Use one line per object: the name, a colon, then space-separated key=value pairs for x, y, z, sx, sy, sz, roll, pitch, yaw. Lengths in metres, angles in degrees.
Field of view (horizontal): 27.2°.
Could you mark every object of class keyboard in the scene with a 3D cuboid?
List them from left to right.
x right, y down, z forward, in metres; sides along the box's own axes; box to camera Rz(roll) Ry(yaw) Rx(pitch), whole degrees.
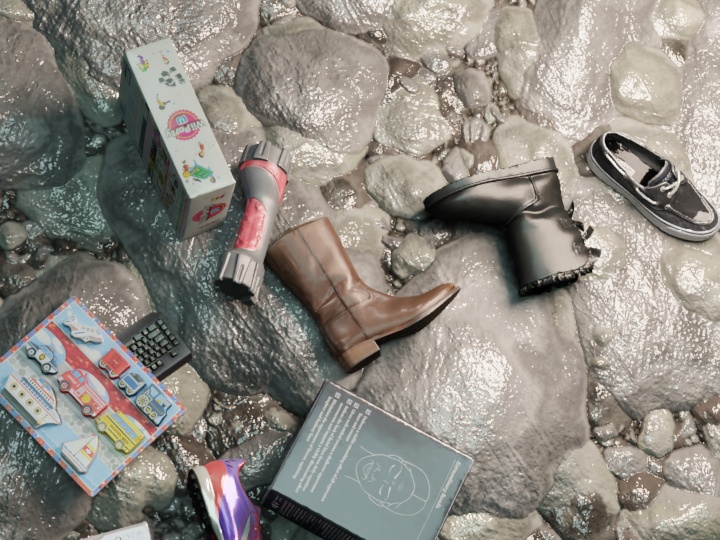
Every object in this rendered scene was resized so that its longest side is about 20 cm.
keyboard: x=-0.286 y=0.148 z=1.767 sx=0.200 sy=0.021 sz=0.127 roll=-35 pitch=81 yaw=-17

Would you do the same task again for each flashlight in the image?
flashlight: x=-0.135 y=-0.061 z=1.816 sx=0.067 sy=0.068 sz=0.201 roll=11 pitch=58 yaw=7

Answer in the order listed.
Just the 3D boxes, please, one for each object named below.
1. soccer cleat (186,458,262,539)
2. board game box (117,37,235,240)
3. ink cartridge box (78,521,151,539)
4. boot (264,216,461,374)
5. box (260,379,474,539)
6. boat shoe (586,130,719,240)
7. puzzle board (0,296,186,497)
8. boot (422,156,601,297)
soccer cleat: x=-0.137 y=0.313 z=1.716 sx=0.073 sy=0.068 sz=0.201 roll=-16 pitch=74 yaw=-22
board game box: x=-0.226 y=-0.156 z=1.808 sx=0.064 sy=0.148 sz=0.201 roll=-21 pitch=77 yaw=-18
ink cartridge box: x=-0.275 y=0.397 z=1.677 sx=0.119 sy=0.042 sz=0.201 roll=-13 pitch=72 yaw=-13
boot: x=0.000 y=0.000 z=1.843 sx=0.186 sy=0.064 sz=0.201 roll=-31 pitch=75 yaw=-16
box: x=0.007 y=0.246 z=1.737 sx=0.199 sy=0.107 sz=0.149 roll=29 pitch=69 yaw=1
boat shoe: x=0.389 y=-0.114 z=1.938 sx=0.200 sy=0.068 sz=0.072 roll=38 pitch=70 yaw=4
puzzle board: x=-0.326 y=0.144 z=1.745 sx=0.200 sy=0.017 sz=0.151 roll=43 pitch=70 yaw=12
boot: x=0.194 y=-0.046 z=1.886 sx=0.197 sy=0.073 sz=0.163 roll=-15 pitch=79 yaw=-14
